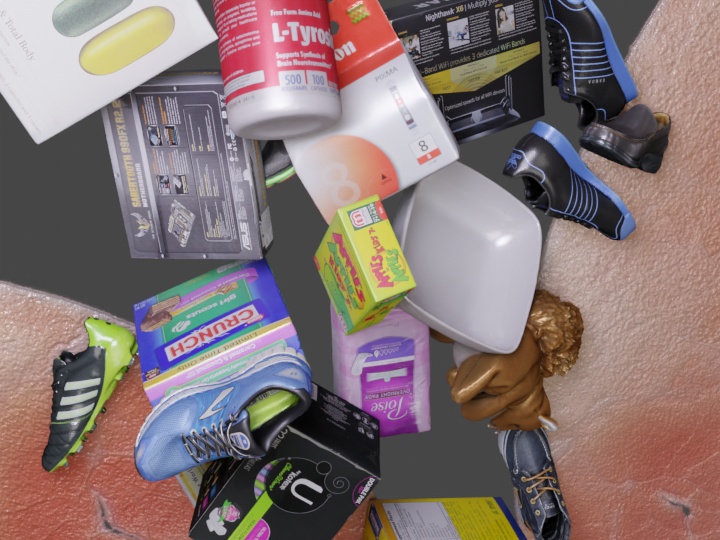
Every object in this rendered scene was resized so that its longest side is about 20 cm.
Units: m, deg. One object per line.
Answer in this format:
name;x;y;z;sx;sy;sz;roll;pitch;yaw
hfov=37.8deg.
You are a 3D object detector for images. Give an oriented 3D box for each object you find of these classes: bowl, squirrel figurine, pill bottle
bowl;0.112;-0.014;1.239;0.199;0.074;0.201;29;64;-27
squirrel figurine;0.209;0.122;1.334;0.199;0.142;0.187;-36;125;5
pill bottle;-0.084;-0.235;1.016;0.111;0.112;0.202;-7;85;-13

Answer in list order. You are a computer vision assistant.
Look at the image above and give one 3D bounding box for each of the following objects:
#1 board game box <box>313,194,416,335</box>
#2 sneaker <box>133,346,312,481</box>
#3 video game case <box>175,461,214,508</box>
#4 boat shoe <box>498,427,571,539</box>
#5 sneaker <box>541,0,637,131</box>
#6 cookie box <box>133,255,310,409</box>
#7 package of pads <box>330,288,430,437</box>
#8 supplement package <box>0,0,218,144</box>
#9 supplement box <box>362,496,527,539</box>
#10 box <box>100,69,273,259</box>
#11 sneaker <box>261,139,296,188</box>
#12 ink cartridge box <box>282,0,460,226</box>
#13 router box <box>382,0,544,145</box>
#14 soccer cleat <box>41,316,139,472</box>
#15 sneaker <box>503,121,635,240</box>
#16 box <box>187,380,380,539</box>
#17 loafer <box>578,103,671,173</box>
board game box;0.000;0.000;1.138;0.047;0.200;0.102;-20;81;-13
sneaker;-0.136;0.151;1.043;0.199;0.089;0.079;-31;116;0
video game case;-0.149;0.228;1.340;0.181;0.023;0.201;-26;119;-4
boat shoe;0.246;0.291;1.442;0.070;0.091;0.201;-20;117;-7
sneaker;0.247;-0.248;1.210;0.078;0.070;0.200;-41;119;-3
cookie box;-0.158;0.076;1.166;0.170;0.200;0.076;-24;118;-5
package of pads;0.024;0.109;1.305;0.120;0.076;0.201;-6;115;-9
supplement package;-0.267;-0.253;1.014;0.199;0.151;0.152;-30;118;-1
supplement box;0.111;0.386;1.437;0.198;0.109;0.110;3;113;-17
box;-0.184;-0.110;1.125;0.157;0.048;0.201;1;116;15
sneaker;-0.071;-0.173;1.160;0.084;0.077;0.200;37;95;-12
ink cartridge box;-0.011;-0.167;1.085;0.161;0.050;0.201;-27;111;16
router box;0.110;-0.224;1.162;0.199;0.052;0.158;-20;119;-25
soccer cleat;-0.333;0.144;1.232;0.081;0.068;0.201;31;102;-7
sneaker;0.250;-0.089;1.270;0.200;0.070;0.078;41;88;-26
box;-0.089;0.247;1.256;0.148;0.124;0.200;31;111;-13
loafer;0.311;-0.162;1.228;0.200;0.073;0.073;-6;121;-61
